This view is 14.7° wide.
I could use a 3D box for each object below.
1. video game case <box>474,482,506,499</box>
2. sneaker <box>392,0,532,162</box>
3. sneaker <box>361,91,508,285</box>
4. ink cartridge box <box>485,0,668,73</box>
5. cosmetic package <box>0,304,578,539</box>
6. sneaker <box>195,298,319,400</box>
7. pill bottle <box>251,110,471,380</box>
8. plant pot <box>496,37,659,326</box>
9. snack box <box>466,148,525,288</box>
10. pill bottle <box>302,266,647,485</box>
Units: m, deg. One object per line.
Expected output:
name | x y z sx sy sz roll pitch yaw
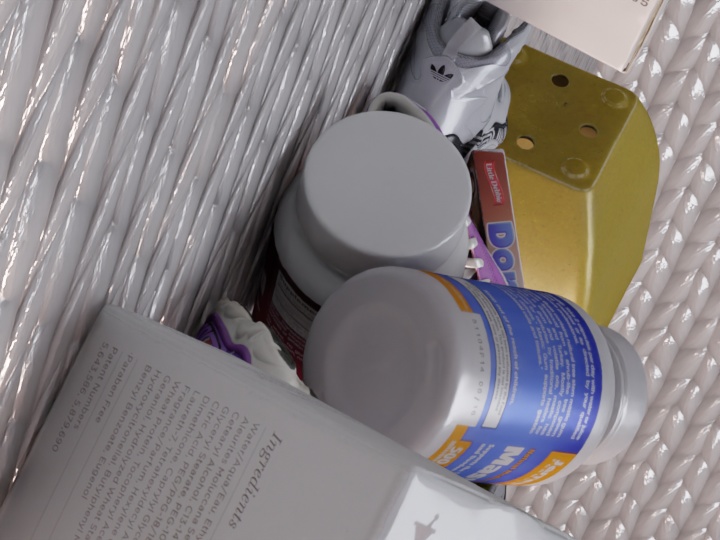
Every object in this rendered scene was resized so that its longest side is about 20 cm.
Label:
video game case | -0.034 0.142 1.550 0.181 0.199 0.026 -52 146 -64
sneaker | 0.076 -0.138 1.875 0.115 0.075 0.200 -63 172 23
sneaker | 0.046 -0.016 1.719 0.072 0.201 0.114 -26 174 -4
ink cartridge box | 0.145 -0.231 1.740 0.200 0.145 0.084 -56 172 -49
cosmetic package | -0.037 0.141 1.232 0.165 0.200 0.165 28 88 -50
sneaker | -0.078 0.067 1.473 0.083 0.081 0.200 -30 -176 -7
pill bottle | 0.000 0.000 1.625 0.114 0.114 0.200 -60 174 -31
plant pot | 0.115 -0.051 2.055 0.200 0.195 0.194 106 11 -49
snack box | 0.093 0.025 1.831 0.072 0.024 0.201 103 -20 -71
pill bottle | 0.071 0.062 1.544 0.200 0.112 0.112 10 109 -49
